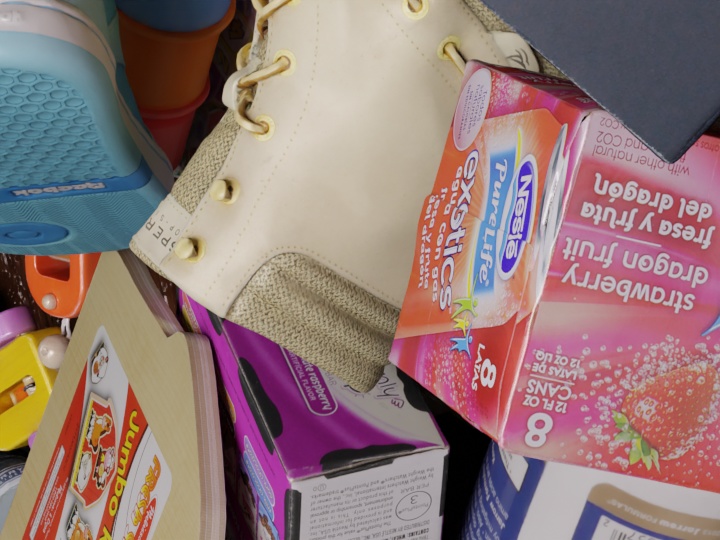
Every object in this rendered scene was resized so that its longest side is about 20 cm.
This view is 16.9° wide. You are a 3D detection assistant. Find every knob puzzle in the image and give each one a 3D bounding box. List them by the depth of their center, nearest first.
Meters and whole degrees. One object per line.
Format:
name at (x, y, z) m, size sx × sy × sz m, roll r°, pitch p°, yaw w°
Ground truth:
knob puzzle at (-0.081, 0.111, 0.871) m, size 0.220 × 0.030 × 0.220 m, roll -34°, pitch 51°, yaw 55°

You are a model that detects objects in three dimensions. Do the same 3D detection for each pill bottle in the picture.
pill bottle at (0.087, 0.110, 0.852) m, size 0.111 × 0.111 × 0.200 m, roll 38°, pitch 131°, yaw 26°

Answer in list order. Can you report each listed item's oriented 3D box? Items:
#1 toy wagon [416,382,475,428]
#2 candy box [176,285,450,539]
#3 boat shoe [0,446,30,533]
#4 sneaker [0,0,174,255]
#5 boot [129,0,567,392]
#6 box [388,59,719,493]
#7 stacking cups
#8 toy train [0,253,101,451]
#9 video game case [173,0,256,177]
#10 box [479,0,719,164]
toy wagon at (0.000, 0.000, 0.942) m, size 0.155 × 0.040 × 0.200 m, roll 33°, pitch 130°, yaw 30°
candy box at (-0.022, 0.097, 0.888) m, size 0.136 × 0.061 × 0.200 m, roll -118°, pitch 24°, yaw -45°
boat shoe at (-0.124, 0.166, 1.128) m, size 0.200 × 0.071 × 0.091 m, roll 65°, pitch 167°, yaw -19°
sneaker at (-0.106, -0.087, 0.816) m, size 0.200 × 0.079 × 0.131 m, roll 96°, pitch 170°, yaw -71°
boot at (-0.028, -0.069, 0.740) m, size 0.200 × 0.073 × 0.155 m, roll 37°, pitch 100°, yaw -19°
box at (0.122, 0.012, 0.683) m, size 0.100 × 0.200 × 0.096 m, roll -145°, pitch 68°, yaw -69°
stacking cups at (-0.060, -0.110, 0.844) m, size 0.060 × 0.060 × 0.200 m, roll 41°, pitch 140°, yaw 24°
toy train at (-0.160, 0.005, 1.097) m, size 0.200 × 0.056 × 0.150 m, roll 6°, pitch 104°, yaw 45°
video game case at (-0.065, -0.107, 0.925) m, size 0.200 × 0.018 × 0.143 m, roll 14°, pitch 104°, yaw 51°
box at (0.089, -0.136, 0.627) m, size 0.107 × 0.200 × 0.148 m, roll 40°, pitch 107°, yaw -6°
